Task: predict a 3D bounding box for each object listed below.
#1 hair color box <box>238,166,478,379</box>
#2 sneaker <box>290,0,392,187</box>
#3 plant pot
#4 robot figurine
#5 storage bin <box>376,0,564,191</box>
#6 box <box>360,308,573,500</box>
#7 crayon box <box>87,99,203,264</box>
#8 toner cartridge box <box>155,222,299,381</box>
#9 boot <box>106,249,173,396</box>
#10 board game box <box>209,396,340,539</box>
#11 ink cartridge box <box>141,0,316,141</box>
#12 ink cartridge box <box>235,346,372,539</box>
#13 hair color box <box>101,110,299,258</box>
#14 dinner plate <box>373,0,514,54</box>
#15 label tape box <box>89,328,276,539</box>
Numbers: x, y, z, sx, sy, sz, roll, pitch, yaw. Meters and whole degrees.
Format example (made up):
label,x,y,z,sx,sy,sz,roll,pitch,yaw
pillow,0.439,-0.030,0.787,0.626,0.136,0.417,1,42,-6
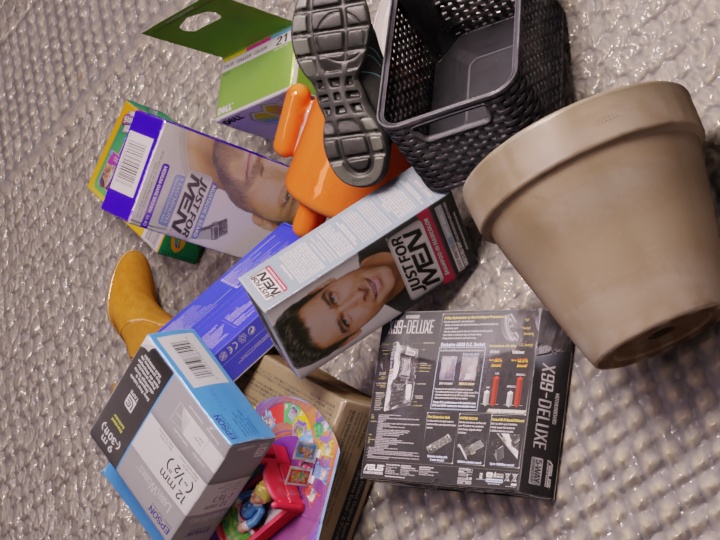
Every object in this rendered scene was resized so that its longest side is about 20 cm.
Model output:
label,x,y,z,sx,sy,sz,roll,pitch,yaw
hair color box,0.000,0.000,1.476,0.200,0.099,0.061,-33,44,-8
sneaker,-0.012,-0.177,1.463,0.075,0.079,0.201,-5,102,17
plant pot,0.204,-0.025,1.281,0.200,0.200,0.174,-36,68,35
robot figurine,0.000,-0.118,1.573,0.144,0.116,0.201,35,110,43
storage bin,0.101,-0.183,1.445,0.135,0.094,0.201,-16,47,26
box,0.092,0.116,1.443,0.200,0.050,0.158,-4,73,48
crayon box,-0.231,-0.105,1.876,0.200,0.058,0.119,39,106,48
toner cartridge box,-0.112,0.039,1.620,0.200,0.043,0.095,-42,37,-21
boot,-0.212,0.067,1.798,0.144,0.071,0.202,-11,72,39
board game box,-0.098,0.213,1.515,0.158,0.039,0.201,12,87,49
ink cartridge box,-0.107,-0.200,1.650,0.148,0.199,0.076,-14,66,52
ink cartridge box,-0.074,0.174,1.589,0.200,0.075,0.165,25,97,49
hair color box,-0.155,-0.081,1.673,0.065,0.200,0.110,24,95,48
dinner plate,0.073,-0.249,1.613,0.200,0.024,0.201,-20,62,44
label tape box,-0.182,0.176,1.524,0.143,0.066,0.200,49,120,26
